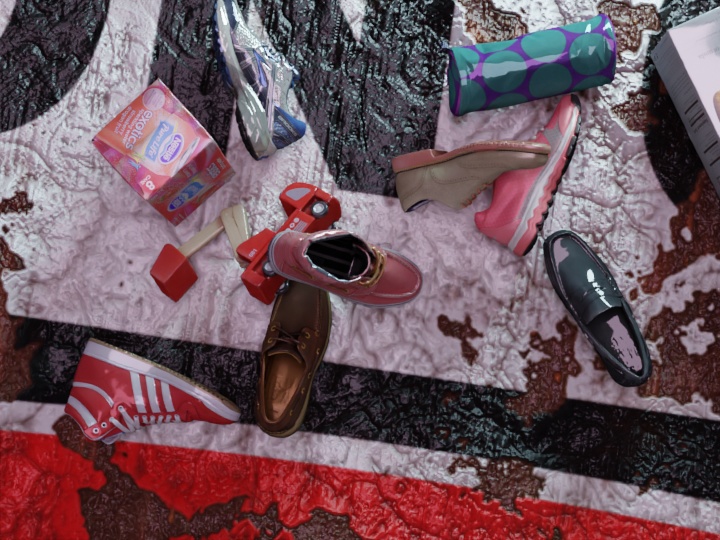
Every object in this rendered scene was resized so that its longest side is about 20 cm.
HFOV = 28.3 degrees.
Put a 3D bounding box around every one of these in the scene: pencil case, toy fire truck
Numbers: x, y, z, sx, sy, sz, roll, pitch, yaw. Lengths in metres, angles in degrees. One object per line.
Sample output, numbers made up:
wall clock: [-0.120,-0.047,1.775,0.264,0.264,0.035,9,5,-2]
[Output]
pencil case: [0.196,-0.240,1.658,0.199,0.093,0.085,-12,122,-1]
toy fire truck: [-0.131,-0.032,1.652,0.141,0.049,0.200,29,70,28]

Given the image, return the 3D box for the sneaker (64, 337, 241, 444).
sneaker: [-0.242,0.164,1.632,0.199,0.071,0.113,21,81,11]

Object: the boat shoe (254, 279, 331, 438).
boat shoe: [-0.078,0.091,1.634,0.072,0.068,0.201,11,80,5]

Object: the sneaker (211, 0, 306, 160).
sneaker: [-0.119,-0.234,1.680,0.085,0.077,0.201,-18,91,-10]

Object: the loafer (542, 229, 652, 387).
loafer: [0.274,0.041,1.632,0.068,0.070,0.201,-29,84,-2]

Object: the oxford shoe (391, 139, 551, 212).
oxford shoe: [0.129,-0.107,1.629,0.199,0.071,0.074,-7,88,36]

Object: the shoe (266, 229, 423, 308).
shoe: [0.000,0.000,1.593,0.199,0.091,0.072,15,85,-29]

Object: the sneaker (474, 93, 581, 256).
sneaker: [0.194,-0.121,1.652,0.086,0.074,0.201,23,83,8]

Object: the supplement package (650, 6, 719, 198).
supplement package: [0.433,-0.194,1.634,0.113,0.110,0.201,-25,84,-1]

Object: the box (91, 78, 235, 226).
box: [-0.217,-0.127,1.598,0.103,0.200,0.095,-41,84,-4]
